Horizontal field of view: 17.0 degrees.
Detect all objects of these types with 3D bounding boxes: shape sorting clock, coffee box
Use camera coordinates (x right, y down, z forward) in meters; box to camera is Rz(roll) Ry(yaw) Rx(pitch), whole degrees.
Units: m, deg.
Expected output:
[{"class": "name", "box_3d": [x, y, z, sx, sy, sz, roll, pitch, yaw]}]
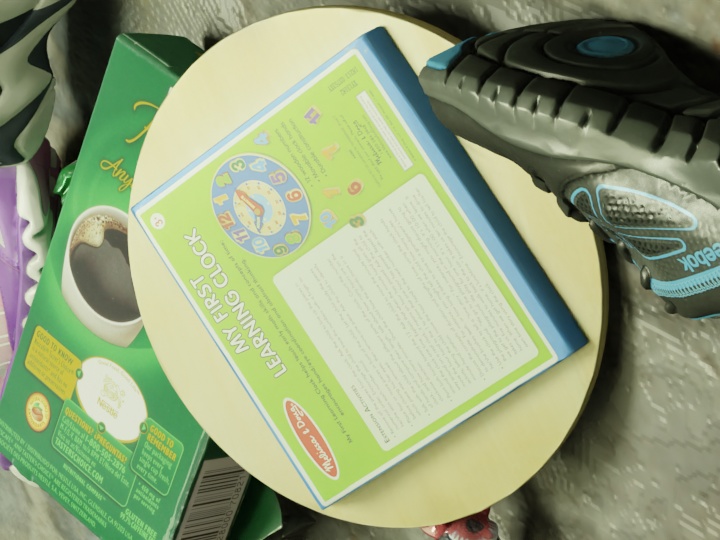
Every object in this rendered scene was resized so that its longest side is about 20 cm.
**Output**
[{"class": "shape sorting clock", "box_3d": [0.000, 0.000, 0.900, 0.200, 0.039, 0.200, 6, 106, 24]}, {"class": "coffee box", "box_3d": [-0.079, 0.016, 1.001, 0.123, 0.044, 0.200, 34, 114, 35]}]

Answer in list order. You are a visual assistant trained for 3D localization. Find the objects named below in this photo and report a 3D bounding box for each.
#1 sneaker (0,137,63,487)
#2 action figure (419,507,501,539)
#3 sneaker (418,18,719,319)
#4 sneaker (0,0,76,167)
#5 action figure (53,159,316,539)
[{"class": "sneaker", "box_3d": [-0.184, 0.020, 1.154, 0.081, 0.088, 0.200, -86, 4, -52]}, {"class": "action figure", "box_3d": [0.050, 0.175, 0.960, 0.149, 0.134, 0.200, -63, -28, -78]}, {"class": "sneaker", "box_3d": [0.092, -0.025, 0.771, 0.200, 0.073, 0.082, 27, 132, 45]}, {"class": "sneaker", "box_3d": [-0.186, -0.137, 1.017, 0.079, 0.130, 0.199, 40, 122, 38]}, {"class": "action figure", "box_3d": [-0.087, 0.038, 1.078, 0.200, 0.055, 0.118, 63, 148, 11]}]
